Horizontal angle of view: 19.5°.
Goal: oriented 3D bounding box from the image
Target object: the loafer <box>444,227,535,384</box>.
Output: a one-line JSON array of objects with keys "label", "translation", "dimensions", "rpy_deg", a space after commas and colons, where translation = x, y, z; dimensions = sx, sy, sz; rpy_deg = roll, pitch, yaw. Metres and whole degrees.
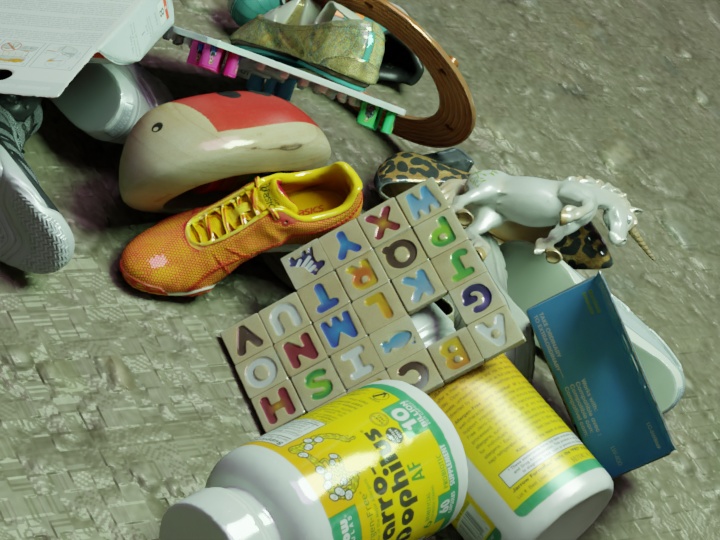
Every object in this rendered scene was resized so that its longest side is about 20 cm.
[{"label": "loafer", "translation": [0.091, 0.037, 1.706], "dimensions": [0.070, 0.070, 0.200], "rpy_deg": [11, 33, -22]}]

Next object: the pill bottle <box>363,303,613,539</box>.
[{"label": "pill bottle", "translation": [0.085, 0.122, 1.556], "dimensions": [0.113, 0.113, 0.200], "rpy_deg": [-17, 58, -48]}]

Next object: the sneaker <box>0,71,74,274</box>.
[{"label": "sneaker", "translation": [-0.262, -0.085, 1.552], "dimensions": [0.200, 0.076, 0.114], "rpy_deg": [42, 38, 15]}]

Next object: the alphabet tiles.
[{"label": "alphabet tiles", "translation": [0.000, 0.036, 1.555], "dimensions": [0.167, 0.200, 0.008], "rpy_deg": [62, 1, 35]}]

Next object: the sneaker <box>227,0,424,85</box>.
[{"label": "sneaker", "translation": [-0.024, -0.217, 1.904], "dimensions": [0.200, 0.071, 0.080], "rpy_deg": [9, 38, -34]}]

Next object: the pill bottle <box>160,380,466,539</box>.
[{"label": "pill bottle", "translation": [-0.032, 0.157, 1.399], "dimensions": [0.200, 0.113, 0.113], "rpy_deg": [-23, 63, -41]}]

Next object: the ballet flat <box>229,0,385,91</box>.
[{"label": "ballet flat", "translation": [-0.041, -0.196, 1.758], "dimensions": [0.071, 0.071, 0.200], "rpy_deg": [7, 9, -33]}]

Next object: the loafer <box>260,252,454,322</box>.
[{"label": "loafer", "translation": [0.000, 0.000, 1.670], "dimensions": [0.200, 0.067, 0.076], "rpy_deg": [38, 35, 5]}]

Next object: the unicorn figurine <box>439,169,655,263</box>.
[{"label": "unicorn figurine", "translation": [0.152, -0.048, 1.732], "dimensions": [0.200, 0.074, 0.137], "rpy_deg": [20, 27, 6]}]

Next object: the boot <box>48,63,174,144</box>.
[{"label": "boot", "translation": [-0.224, -0.162, 1.697], "dimensions": [0.200, 0.074, 0.096], "rpy_deg": [49, 14, 31]}]

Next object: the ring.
[{"label": "ring", "translation": [0.019, -0.182, 1.808], "dimensions": [0.200, 0.200, 0.019], "rpy_deg": [37, 68, 5]}]

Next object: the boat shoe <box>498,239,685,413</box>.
[{"label": "boat shoe", "translation": [0.193, 0.049, 1.780], "dimensions": [0.201, 0.070, 0.071], "rpy_deg": [41, 16, 13]}]

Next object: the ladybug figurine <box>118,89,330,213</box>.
[{"label": "ladybug figurine", "translation": [-0.107, -0.095, 1.632], "dimensions": [0.200, 0.136, 0.072], "rpy_deg": [-6, 75, -51]}]

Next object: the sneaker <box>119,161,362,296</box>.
[{"label": "sneaker", "translation": [-0.092, -0.039, 1.599], "dimensions": [0.200, 0.077, 0.073], "rpy_deg": [-22, 60, -20]}]

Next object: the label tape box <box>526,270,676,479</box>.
[{"label": "label tape box", "translation": [0.181, 0.084, 1.595], "dimensions": [0.200, 0.063, 0.144], "rpy_deg": [39, 28, -81]}]

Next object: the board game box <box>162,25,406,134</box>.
[{"label": "board game box", "translation": [-0.094, -0.164, 1.715], "dimensions": [0.200, 0.026, 0.200], "rpy_deg": [18, 4, -37]}]

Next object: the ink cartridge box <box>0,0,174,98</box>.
[{"label": "ink cartridge box", "translation": [-0.249, -0.165, 1.564], "dimensions": [0.162, 0.050, 0.200], "rpy_deg": [6, 37, 18]}]

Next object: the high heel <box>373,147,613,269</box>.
[{"label": "high heel", "translation": [0.110, -0.042, 1.797], "dimensions": [0.200, 0.071, 0.142], "rpy_deg": [32, 26, 25]}]
